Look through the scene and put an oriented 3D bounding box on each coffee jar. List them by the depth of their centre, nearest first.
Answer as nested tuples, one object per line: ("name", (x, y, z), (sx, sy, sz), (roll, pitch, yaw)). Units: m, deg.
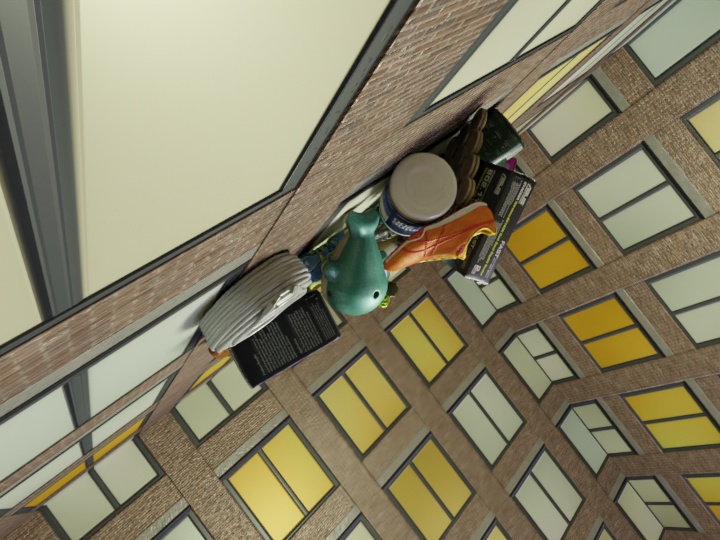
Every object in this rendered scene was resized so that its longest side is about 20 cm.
("coffee jar", (0.237, -0.238, 1.099), (0.199, 0.105, 0.085), (-38, 180, 15))

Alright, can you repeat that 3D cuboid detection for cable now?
("cable", (-0.168, 0.052, 0.832), (0.199, 0.069, 0.200), (-38, 179, 11))

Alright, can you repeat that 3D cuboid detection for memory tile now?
("memory tile", (0.180, -0.184, 0.947), (0.153, 0.017, 0.202), (137, -30, -65))

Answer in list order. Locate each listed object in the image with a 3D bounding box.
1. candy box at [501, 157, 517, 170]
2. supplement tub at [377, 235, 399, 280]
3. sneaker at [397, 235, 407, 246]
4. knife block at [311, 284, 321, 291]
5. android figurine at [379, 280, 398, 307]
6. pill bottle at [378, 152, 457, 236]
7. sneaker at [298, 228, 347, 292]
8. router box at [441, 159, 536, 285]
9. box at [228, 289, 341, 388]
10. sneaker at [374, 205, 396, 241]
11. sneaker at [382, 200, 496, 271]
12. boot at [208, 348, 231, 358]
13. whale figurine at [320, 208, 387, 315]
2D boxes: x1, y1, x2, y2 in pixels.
("candy box", (0.257, -0.177, 1.185), (0.061, 0.135, 0.202), (1, 109, -87))
("supplement tub", (0.068, -0.071, 1.238), (0.199, 0.145, 0.145), (-37, 178, -23))
("sneaker", (0.127, -0.118, 1.141), (0.090, 0.077, 0.202), (-64, 159, -61))
("knife block", (-0.133, 0.037, 1.210), (0.175, 0.064, 0.200), (-39, 178, 2))
("android figurine", (0.000, 0.000, 1.137), (0.041, 0.183, 0.199), (-42, -148, -18))
("pill bottle", (0.092, -0.123, 0.914), (0.111, 0.111, 0.200), (-38, 178, -9))
("sneaker", (-0.067, -0.017, 1.001), (0.199, 0.076, 0.105), (-38, 178, 2))
("router box", (0.211, -0.097, 0.945), (0.150, 0.062, 0.202), (44, -65, 57))
("box", (-0.157, 0.131, 1.020), (0.199, 0.105, 0.148), (-29, -177, -15))
("sneaker", (0.053, -0.110, 1.088), (0.198, 0.083, 0.073), (-15, 173, 28))
("sneaker", (0.130, -0.042, 0.845), (0.198, 0.078, 0.073), (-26, 178, 4))
("boot", (-0.249, 0.138, 1.177), (0.155, 0.077, 0.200), (-40, 176, 4))
("whale figurine", (0.002, -0.010, 0.955), (0.158, 0.103, 0.202), (-10, 121, -41))
